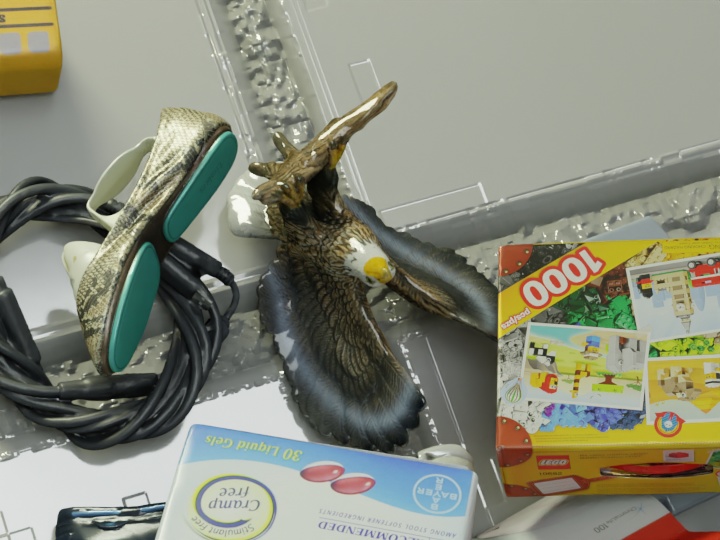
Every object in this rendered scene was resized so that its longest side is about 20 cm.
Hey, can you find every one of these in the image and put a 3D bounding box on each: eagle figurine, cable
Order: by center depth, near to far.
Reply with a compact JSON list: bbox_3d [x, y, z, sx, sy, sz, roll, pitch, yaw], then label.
[{"bbox_3d":[-0.190,0.026,1.485,0.199,0.051,0.164,31,72,-4],"label":"cable"},{"bbox_3d":[0.001,0.003,1.498,0.151,0.151,0.201,-22,115,19],"label":"eagle figurine"}]

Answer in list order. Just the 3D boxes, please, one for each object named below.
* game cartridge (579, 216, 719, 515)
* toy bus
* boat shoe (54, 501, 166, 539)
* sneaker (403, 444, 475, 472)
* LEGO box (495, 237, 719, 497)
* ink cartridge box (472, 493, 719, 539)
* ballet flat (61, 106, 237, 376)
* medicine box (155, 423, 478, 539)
[{"bbox_3d":[0.205,0.068,1.550,0.132,0.040,0.201,-20,79,-26],"label":"game cartridge"},{"bbox_3d":[-0.308,-0.159,1.508,0.198,0.065,0.079,-5,74,-15],"label":"toy bus"},{"bbox_3d":[-0.101,0.156,1.438,0.198,0.084,0.069,-11,71,-18],"label":"boat shoe"},{"bbox_3d":[0.005,0.195,1.426,0.200,0.075,0.081,-43,64,0],"label":"sneaker"},{"bbox_3d":[0.189,0.062,1.427,0.198,0.077,0.150,-3,61,8],"label":"LEGO box"},{"bbox_3d":[0.125,0.184,1.415,0.162,0.200,0.057,-26,87,-20],"label":"ink cartridge box"},{"bbox_3d":[-0.151,-0.024,1.454,0.075,0.068,0.201,18,65,16],"label":"ballet flat"},{"bbox_3d":[-0.035,0.208,1.295,0.180,0.103,0.201,9,46,5],"label":"medicine box"}]
